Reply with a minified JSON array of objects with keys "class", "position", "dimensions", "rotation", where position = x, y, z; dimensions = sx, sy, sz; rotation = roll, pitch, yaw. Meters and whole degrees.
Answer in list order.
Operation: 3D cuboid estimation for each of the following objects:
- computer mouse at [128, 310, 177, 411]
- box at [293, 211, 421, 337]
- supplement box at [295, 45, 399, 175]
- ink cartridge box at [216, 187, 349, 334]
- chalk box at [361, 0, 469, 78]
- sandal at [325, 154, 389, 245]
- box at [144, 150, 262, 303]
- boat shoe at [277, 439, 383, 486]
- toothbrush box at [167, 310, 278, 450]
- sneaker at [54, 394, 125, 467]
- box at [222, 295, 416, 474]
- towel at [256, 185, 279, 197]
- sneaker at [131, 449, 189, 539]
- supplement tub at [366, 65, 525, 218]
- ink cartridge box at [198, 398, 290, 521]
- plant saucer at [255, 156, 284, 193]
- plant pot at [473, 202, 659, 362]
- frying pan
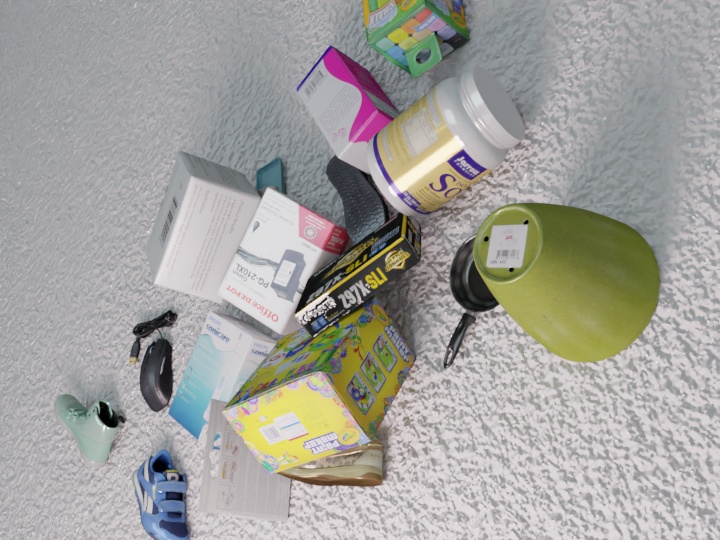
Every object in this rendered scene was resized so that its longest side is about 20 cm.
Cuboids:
[{"class":"computer mouse","position":[-0.428,0.183,1.666],"dimensions":[0.139,0.046,0.203],"rotation":[-18,63,37]},{"class":"box","position":[0.000,0.000,1.236],"dimensions":[0.199,0.050,0.160],"rotation":[-36,14,15]},{"class":"supplement box","position":[-0.012,-0.265,1.396],"dimensions":[0.101,0.103,0.201],"rotation":[-46,47,21]},{"class":"ink cartridge box","position":[-0.127,-0.012,1.391],"dimensions":[0.144,0.084,0.202],"rotation":[29,95,21]},{"class":"chalk box","position":[0.086,-0.408,1.340],"dimensions":[0.124,0.123,0.203],"rotation":[-26,58,35]},{"class":"sandal","position":[0.004,-0.114,1.368],"dimensions":[0.076,0.043,0.202],"rotation":[-34,55,20]},{"class":"box","position":[-0.281,-0.080,1.473],"dimensions":[0.201,0.129,0.200],"rotation":[-67,24,11]},{"class":"boat shoe","position":[-0.050,0.286,1.254],"dimensions":[0.198,0.073,0.064],"rotation":[-5,64,31]},{"class":"toothbrush box","position":[-0.232,0.191,1.447],"dimensions":[0.146,0.085,0.203],"rotation":[22,91,46]},{"class":"sneaker","position":[-0.556,0.294,1.725],"dimensions":[0.200,0.073,0.119],"rotation":[42,111,34]},{"class":"box","position":[-0.055,0.162,1.197],"dimensions":[0.199,0.123,0.193],"rotation":[-25,16,35]},{"class":"towel","position":[-0.211,-0.071,1.544],"dimensions":[0.199,0.034,0.135],"rotation":[-14,69,51]},{"class":"sneaker","position":[-0.348,0.406,1.489],"dimensions":[0.083,0.074,0.200],"rotation":[-51,48,14]},{"class":"supplement tub","position":[0.122,-0.184,1.207],"dimensions":[0.199,0.144,0.147],"rotation":[-34,54,30]},{"class":"ink cartridge box","position":[-0.181,0.292,1.279],"dimensions":[0.057,0.199,0.165],"rotation":[-11,67,37]},{"class":"plant saucer","position":[-0.163,-0.108,1.542],"dimensions":[0.069,0.019,0.203],"rotation":[-24,60,36]},{"class":"plant pot","position":[0.228,-0.003,0.998],"dimensions":[0.186,0.199,0.190],"rotation":[-17,63,38]},{"class":"frying pan","position":[0.171,0.040,1.157],"dimensions":[0.114,0.031,0.193],"rotation":[-8,73,42]}]
